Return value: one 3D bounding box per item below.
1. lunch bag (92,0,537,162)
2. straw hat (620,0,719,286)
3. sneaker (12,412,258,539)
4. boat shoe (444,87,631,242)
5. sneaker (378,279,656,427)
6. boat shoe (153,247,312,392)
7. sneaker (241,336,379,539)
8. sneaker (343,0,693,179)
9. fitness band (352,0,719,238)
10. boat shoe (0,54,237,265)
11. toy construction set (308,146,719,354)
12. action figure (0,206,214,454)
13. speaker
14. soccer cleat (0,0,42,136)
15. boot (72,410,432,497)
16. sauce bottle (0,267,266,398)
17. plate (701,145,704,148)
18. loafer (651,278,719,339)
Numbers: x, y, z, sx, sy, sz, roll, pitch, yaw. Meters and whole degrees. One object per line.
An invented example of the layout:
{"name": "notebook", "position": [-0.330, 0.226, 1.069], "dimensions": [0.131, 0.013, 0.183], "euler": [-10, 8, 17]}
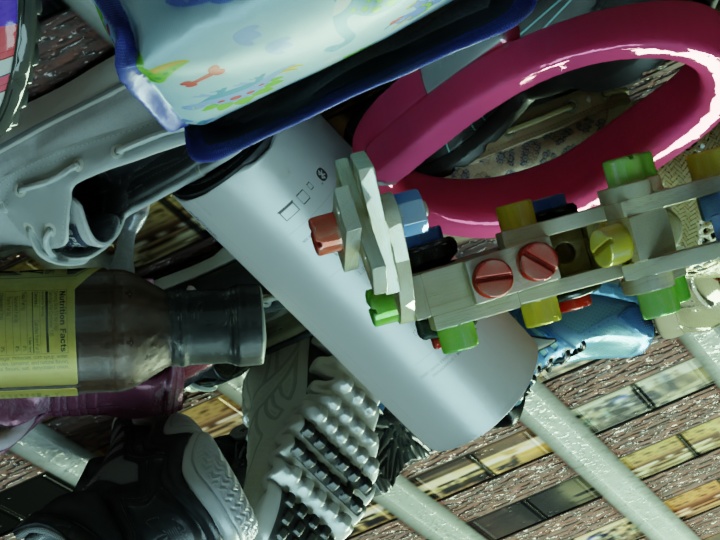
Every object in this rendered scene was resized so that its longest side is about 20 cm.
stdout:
{"name": "lunch bag", "position": [-0.024, -0.131, 1.062], "dimensions": [0.170, 0.128, 0.200], "euler": [-24, 169, 3]}
{"name": "straw hat", "position": [0.164, -0.043, 1.259], "dimensions": [0.085, 0.201, 0.201], "euler": [-6, 152, -14]}
{"name": "sneaker", "position": [-0.132, 0.126, 1.344], "dimensions": [0.114, 0.076, 0.200], "euler": [-30, -166, -12]}
{"name": "boat shoe", "position": [0.052, -0.052, 1.336], "dimensions": [0.200, 0.063, 0.073], "euler": [-11, 168, -7]}
{"name": "sneaker", "position": [0.087, 0.056, 1.520], "dimensions": [0.200, 0.090, 0.078], "euler": [-7, 152, -20]}
{"name": "boat shoe", "position": [-0.083, 0.033, 1.400], "dimensions": [0.200, 0.060, 0.076], "euler": [-32, 151, 27]}
{"name": "sneaker", "position": [-0.033, 0.087, 1.411], "dimensions": [0.081, 0.200, 0.075], "euler": [-17, 125, 32]}
{"name": "sneaker", "position": [0.063, -0.111, 1.227], "dimensions": [0.200, 0.075, 0.079], "euler": [-27, 124, 32]}
{"name": "fitness band", "position": [0.085, -0.068, 1.168], "dimensions": [0.143, 0.038, 0.200], "euler": [10, 150, -36]}
{"name": "boat shoe", "position": [-0.136, -0.040, 1.215], "dimensions": [0.200, 0.069, 0.072], "euler": [-26, 153, 19]}
{"name": "toy construction set", "position": [0.074, -0.008, 1.144], "dimensions": [0.200, 0.092, 0.131], "euler": [-1, -179, -6]}
{"name": "action figure", "position": [-0.153, 0.049, 1.308], "dimensions": [0.200, 0.149, 0.134], "euler": [-1, 146, -2]}
{"name": "speaker", "position": [0.000, 0.000, 1.259], "dimensions": [0.081, 0.081, 0.200], "euler": [-32, 118, 26]}
{"name": "soccer cleat", "position": [-0.198, -0.077, 1.112], "dimensions": [0.073, 0.068, 0.200], "euler": [3, 149, -29]}
{"name": "boot", "position": [-0.066, 0.117, 1.556], "dimensions": [0.200, 0.066, 0.165], "euler": [-17, -175, 20]}
{"name": "sauce bottle", "position": [-0.147, 0.031, 1.243], "dimensions": [0.200, 0.065, 0.065], "euler": [-1, 152, -6]}
{"name": "plate", "position": [0.290, -0.081, 1.448], "dimensions": [0.199, 0.032, 0.200], "euler": [-30, 152, 23]}
{"name": "loafer", "position": [0.193, -0.013, 1.468], "dimensions": [0.068, 0.076, 0.200], "euler": [-11, 165, 9]}
